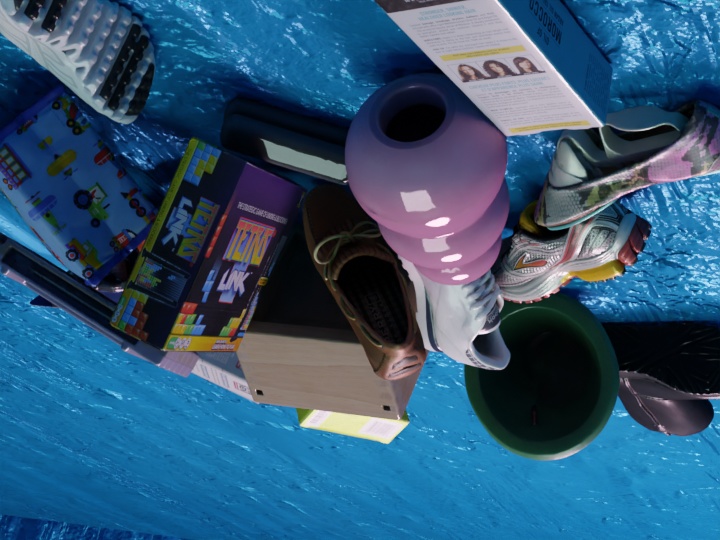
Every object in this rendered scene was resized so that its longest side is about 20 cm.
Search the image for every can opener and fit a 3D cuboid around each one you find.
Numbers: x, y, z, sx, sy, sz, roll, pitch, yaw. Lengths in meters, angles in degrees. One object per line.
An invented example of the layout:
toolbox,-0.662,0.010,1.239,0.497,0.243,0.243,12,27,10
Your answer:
can opener,-0.016,-0.106,1.182,0.198,0.053,0.067,13,125,-7

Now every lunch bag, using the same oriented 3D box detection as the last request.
lunch bag,-0.281,-0.066,1.289,0.151,0.094,0.200,53,158,-14

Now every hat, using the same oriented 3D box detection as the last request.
hat,0.215,0.108,1.522,0.165,0.201,0.176,-40,155,18

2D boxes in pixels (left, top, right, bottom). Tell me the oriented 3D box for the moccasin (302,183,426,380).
moccasin,-0.002,0.000,1.258,0.073,0.202,0.078,-15,147,-6

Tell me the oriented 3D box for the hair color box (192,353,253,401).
hair color box,-0.193,0.075,1.618,0.199,0.061,0.099,25,164,6

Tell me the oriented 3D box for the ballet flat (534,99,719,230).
ballet flat,0.196,-0.089,1.083,0.071,0.069,0.199,43,144,-24

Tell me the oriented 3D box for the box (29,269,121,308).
box,-0.243,0.007,1.516,0.199,0.121,0.033,2,114,22

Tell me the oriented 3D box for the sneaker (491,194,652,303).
sneaker,0.164,-0.031,1.251,0.082,0.078,0.200,39,150,-18

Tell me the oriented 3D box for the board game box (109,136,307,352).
board game box,-0.123,-0.015,1.213,0.056,0.166,0.200,26,-177,12

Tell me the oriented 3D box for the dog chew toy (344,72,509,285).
dog chew toy,0.062,-0.060,1.107,0.124,0.125,0.200,4,149,20

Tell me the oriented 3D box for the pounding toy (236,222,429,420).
pounding toy,0.006,0.048,1.394,0.183,0.201,0.143,5,133,22

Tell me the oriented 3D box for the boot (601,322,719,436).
boot,0.349,0.122,1.522,0.199,0.077,0.168,5,156,38

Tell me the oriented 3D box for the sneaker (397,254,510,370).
sneaker,0.089,0.003,1.272,0.080,0.076,0.201,27,147,41

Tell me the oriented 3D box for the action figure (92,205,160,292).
action figure,-0.170,-0.040,1.417,0.199,0.105,0.193,-10,178,-28

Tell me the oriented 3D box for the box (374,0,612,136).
box,0.092,-0.160,0.956,0.082,0.049,0.200,-2,156,33

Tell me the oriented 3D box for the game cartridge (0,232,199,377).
game cartridge,-0.245,0.033,1.292,0.199,0.039,0.130,31,170,9

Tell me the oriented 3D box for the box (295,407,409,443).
box,-0.029,0.082,1.501,0.121,0.201,0.048,16,131,-35

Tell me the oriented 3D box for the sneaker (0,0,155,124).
sneaker,-0.222,-0.180,1.070,0.081,0.076,0.200,17,162,29
